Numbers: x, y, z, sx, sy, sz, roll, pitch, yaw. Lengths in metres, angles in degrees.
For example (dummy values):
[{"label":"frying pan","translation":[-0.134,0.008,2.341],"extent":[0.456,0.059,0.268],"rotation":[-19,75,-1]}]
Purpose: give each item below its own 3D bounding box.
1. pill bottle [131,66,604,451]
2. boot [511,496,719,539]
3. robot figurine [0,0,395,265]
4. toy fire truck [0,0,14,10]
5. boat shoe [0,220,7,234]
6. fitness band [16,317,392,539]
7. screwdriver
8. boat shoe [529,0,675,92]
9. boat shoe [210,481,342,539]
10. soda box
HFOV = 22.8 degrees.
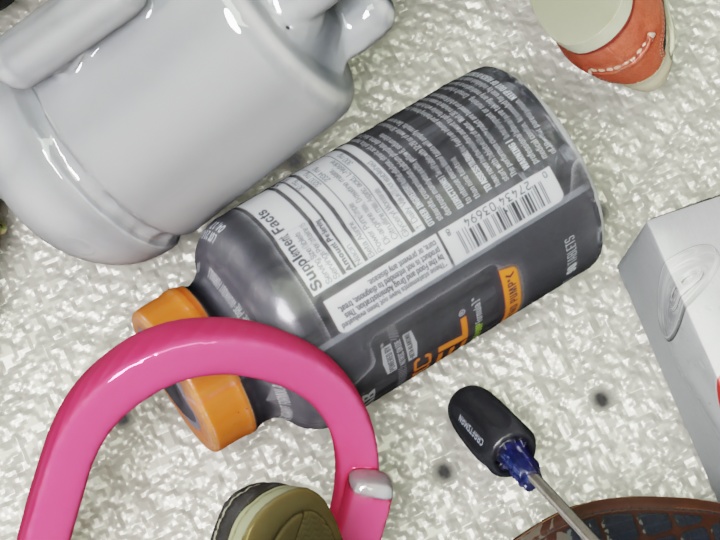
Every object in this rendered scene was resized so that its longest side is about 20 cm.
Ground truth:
[{"label":"pill bottle","translation":[0.000,0.000,0.792],"extent":[0.200,0.106,0.106],"rotation":[-31,77,-14]},{"label":"boot","translation":[0.077,0.150,0.767],"extent":[0.199,0.097,0.075],"rotation":[-12,72,-21]},{"label":"robot figurine","translation":[-0.083,-0.079,0.771],"extent":[0.200,0.170,0.113],"rotation":[-36,58,15]},{"label":"toy fire truck","translation":[-0.223,-0.211,0.783],"extent":[0.176,0.128,0.201],"rotation":[-9,94,-37]},{"label":"boat shoe","translation":[-0.194,-0.014,0.803],"extent":[0.072,0.059,0.201],"rotation":[-9,63,34]},{"label":"fitness band","translation":[-0.068,0.117,0.734],"extent":[0.143,0.037,0.201],"rotation":[13,105,-15]},{"label":"screwdriver","translation":[0.074,0.094,0.737],"extent":[0.029,0.200,0.028],"rotation":[-44,114,5]},{"label":"boat shoe","translation":[0.107,-0.176,0.883],"extent":[0.071,0.062,0.201],"rotation":[-32,52,28]},{"label":"boat shoe","translation":[-0.047,0.171,0.702],"extent":[0.072,0.202,0.066],"rotation":[-21,30,-41]},{"label":"soda box","translation":[0.188,0.066,0.808],"extent":[0.063,0.068,0.201],"rotation":[-18,75,-11]}]
